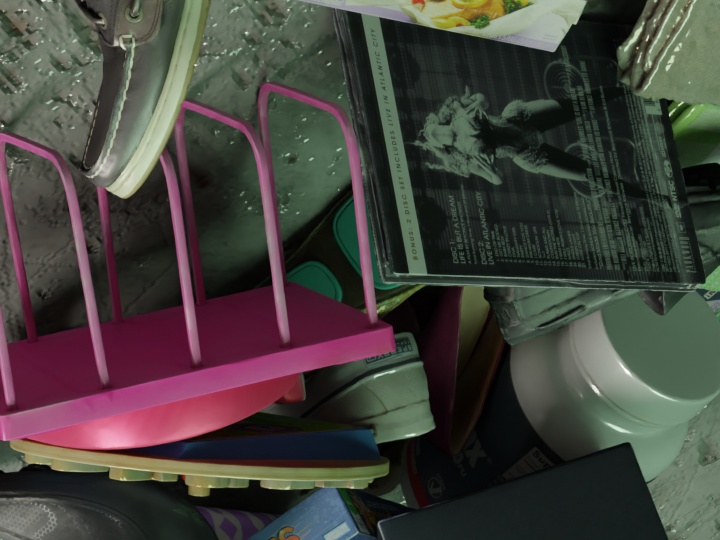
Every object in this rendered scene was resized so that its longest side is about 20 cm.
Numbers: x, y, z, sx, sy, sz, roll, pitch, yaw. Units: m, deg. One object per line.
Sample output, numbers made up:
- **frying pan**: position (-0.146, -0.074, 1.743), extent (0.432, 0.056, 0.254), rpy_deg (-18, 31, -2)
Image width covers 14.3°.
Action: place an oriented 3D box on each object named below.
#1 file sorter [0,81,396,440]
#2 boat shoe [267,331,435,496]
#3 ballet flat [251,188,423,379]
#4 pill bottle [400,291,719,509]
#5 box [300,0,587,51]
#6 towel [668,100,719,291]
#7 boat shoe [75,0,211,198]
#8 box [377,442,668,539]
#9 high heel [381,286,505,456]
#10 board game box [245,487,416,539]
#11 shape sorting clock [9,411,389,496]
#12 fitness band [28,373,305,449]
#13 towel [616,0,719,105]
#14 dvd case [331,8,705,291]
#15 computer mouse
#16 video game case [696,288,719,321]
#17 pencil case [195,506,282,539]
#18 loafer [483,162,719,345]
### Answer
- **file sorter**: position (-0.106, -0.011, 1.404), extent (0.199, 0.139, 0.126), rpy_deg (-12, 104, -20)
- **boat shoe**: position (-0.006, 0.098, 1.626), extent (0.071, 0.070, 0.200), rpy_deg (-15, 167, -26)
- **ballet flat**: position (0.000, 0.000, 1.574), extent (0.200, 0.071, 0.071), rpy_deg (-39, 143, 15)
- **pill bottle**: position (0.120, 0.084, 1.666), extent (0.119, 0.120, 0.200), rpy_deg (3, 147, -34)
- **box**: position (0.014, -0.148, 1.382), extent (0.199, 0.042, 0.039), rpy_deg (10, 135, -25)
- **towel**: position (0.226, -0.039, 1.650), extent (0.199, 0.031, 0.149), rpy_deg (7, 131, -38)
- **boat shoe**: position (-0.100, -0.135, 1.292), extent (0.064, 0.072, 0.201), rpy_deg (14, 99, -19)
- **box**: position (0.092, 0.197, 1.600), extent (0.148, 0.108, 0.200), rpy_deg (-17, 157, -8)
- **high heel**: position (0.084, 0.009, 1.599), extent (0.067, 0.096, 0.200), rpy_deg (2, 136, -39)
- **board game box**: position (-0.064, 0.193, 1.616), extent (0.200, 0.035, 0.135), rpy_deg (-35, 159, 12)
- **shape sorting clock**: position (-0.084, 0.098, 1.506), extent (0.199, 0.200, 0.039), rpy_deg (-1, 94, -31)
- **fitness band**: position (-0.114, 0.057, 1.485), extent (0.143, 0.200, 0.038), rpy_deg (-11, 100, -33)
- **towel**: position (0.232, -0.143, 1.535), extent (0.199, 0.034, 0.133), rpy_deg (6, 119, -38)
- **dvd case**: position (0.082, -0.062, 1.474), extent (0.199, 0.150, 0.016), rpy_deg (2, 159, -34)
- **computer mouse**: position (-0.153, 0.126, 1.533), extent (0.138, 0.199, 0.053), rpy_deg (14, 96, -74)
- **video game case**: position (0.209, -0.023, 1.704), extent (0.200, 0.023, 0.182), rpy_deg (-41, 142, 18)
- **pencil case**: position (-0.103, 0.181, 1.706), extent (0.199, 0.086, 0.084), rpy_deg (11, 171, -38)
- **loafer**: position (0.160, -0.012, 1.560), extent (0.200, 0.068, 0.071), rpy_deg (-15, 105, -11)
